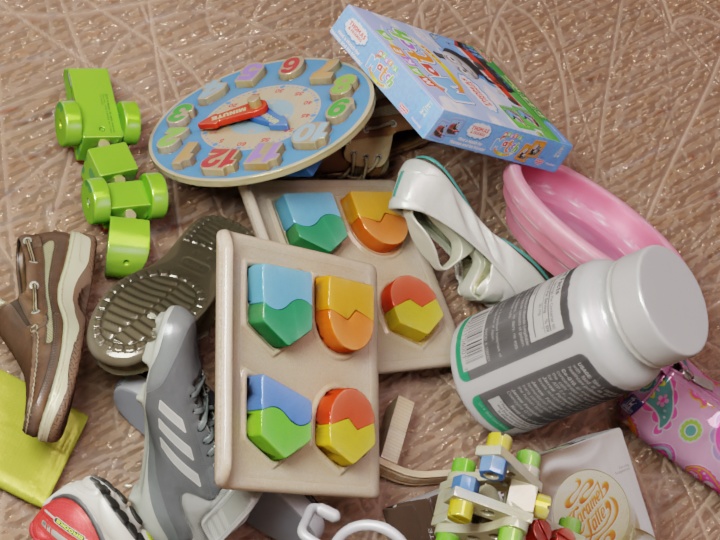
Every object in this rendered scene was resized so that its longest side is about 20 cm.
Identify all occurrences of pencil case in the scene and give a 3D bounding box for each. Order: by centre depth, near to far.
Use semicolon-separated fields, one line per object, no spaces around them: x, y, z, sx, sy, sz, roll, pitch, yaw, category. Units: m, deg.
0.325;0.150;1.480;0.200;0.087;0.088;36;54;-3;pencil case

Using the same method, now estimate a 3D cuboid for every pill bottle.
0.181;0.058;1.380;0.113;0.200;0.114;25;53;-38;pill bottle

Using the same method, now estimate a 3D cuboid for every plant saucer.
0.207;-0.027;1.502;0.200;0.051;0.201;29;22;-13;plant saucer

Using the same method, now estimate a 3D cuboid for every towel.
-0.312;0.102;1.258;0.199;0.018;0.086;28;58;-8;towel

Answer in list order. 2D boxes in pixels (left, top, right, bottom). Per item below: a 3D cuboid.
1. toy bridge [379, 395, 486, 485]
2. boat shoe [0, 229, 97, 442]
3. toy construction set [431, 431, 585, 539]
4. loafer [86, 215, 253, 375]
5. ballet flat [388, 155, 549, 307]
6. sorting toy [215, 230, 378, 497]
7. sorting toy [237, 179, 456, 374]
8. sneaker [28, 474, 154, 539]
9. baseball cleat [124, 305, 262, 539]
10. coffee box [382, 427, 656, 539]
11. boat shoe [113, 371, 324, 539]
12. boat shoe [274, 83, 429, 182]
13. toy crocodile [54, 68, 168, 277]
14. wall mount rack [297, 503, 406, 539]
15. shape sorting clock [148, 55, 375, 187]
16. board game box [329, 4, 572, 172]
0.026;0.138;1.383;0.199;0.027;0.067;25;56;-11;toy bridge
-0.251;0.048;1.275;0.074;0.075;0.203;11;39;-11;boat shoe
0.134;0.199;1.221;0.200;0.131;0.092;39;55;-12;toy construction set
-0.147;0.030;1.320;0.076;0.068;0.200;26;40;18;loafer
0.094;-0.014;1.461;0.200;0.069;0.070;45;51;-23;ballet flat
-0.039;0.074;1.249;0.200;0.036;0.186;15;71;-53;sorting toy
0.000;0.000;1.410;0.199;0.036;0.186;0;61;-44;sorting toy
-0.171;0.247;1.214;0.085;0.077;0.201;-32;91;2;sneaker
-0.117;0.122;1.232;0.106;0.201;0.070;12;28;8;baseball cleat
0.131;0.212;1.343;0.199;0.080;0.115;-14;84;-30;coffee box
-0.101;0.136;1.307;0.200;0.070;0.066;35;54;7;boat shoe
-0.001;-0.118;1.489;0.200;0.076;0.074;-29;80;-33;boat shoe
-0.212;-0.087;1.388;0.067;0.062;0.201;-7;61;-27;toy crocodile
0.009;0.266;1.230;0.173;0.201;0.075;29;22;1;wall mount rack
-0.085;-0.131;1.411;0.199;0.039;0.200;-12;37;9;shape sorting clock
0.083;-0.160;1.478;0.200;0.037;0.151;7;37;-50;board game box
